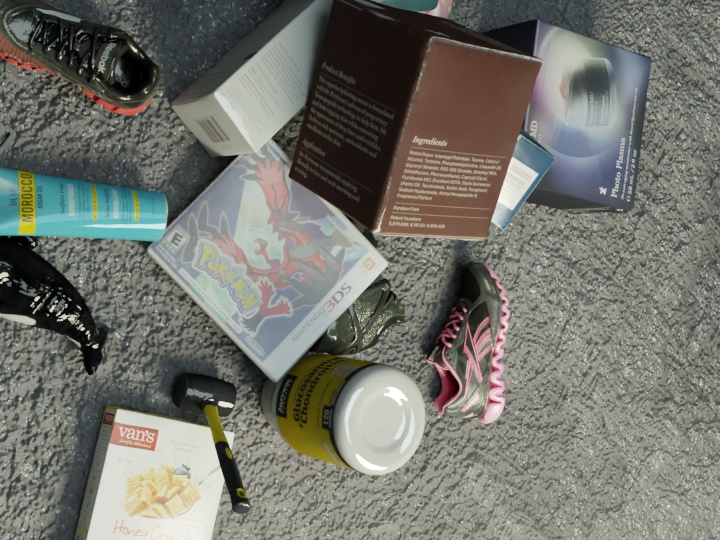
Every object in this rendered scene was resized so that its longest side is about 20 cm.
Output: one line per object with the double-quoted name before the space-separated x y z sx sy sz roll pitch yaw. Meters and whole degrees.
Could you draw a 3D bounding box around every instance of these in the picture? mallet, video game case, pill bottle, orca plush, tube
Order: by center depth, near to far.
"orca plush" -0.322 0.030 1.169 0.105 0.071 0.201 -48 115 -22
"tube" -0.294 -0.063 1.202 0.198 0.050 0.078 4 60 -30
"mallet" -0.152 0.172 1.224 0.065 0.201 0.041 20 113 -23
"pill bottle" -0.027 0.149 1.288 0.111 0.199 0.114 -1 92 -32
"video game case" -0.098 -0.015 1.292 0.200 0.023 0.182 46 79 -7

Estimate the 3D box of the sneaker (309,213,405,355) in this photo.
"sneaker" 0.000 0.000 1.379 0.113 0.076 0.202 12 83 -40

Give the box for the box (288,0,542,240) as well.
"box" 0.053 -0.154 1.238 0.163 0.166 0.202 2 113 -39

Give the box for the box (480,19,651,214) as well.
"box" 0.247 -0.186 1.505 0.196 0.123 0.203 9 86 -31

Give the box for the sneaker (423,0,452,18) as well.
"sneaker" 0.071 -0.260 1.415 0.104 0.075 0.201 40 78 -22

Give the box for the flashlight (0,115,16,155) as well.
"flashlight" -0.414 -0.076 1.116 0.201 0.067 0.068 -58 143 -21

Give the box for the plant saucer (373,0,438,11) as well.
"plant saucer" 0.000 -0.342 1.305 0.198 0.201 0.028 7 124 -33

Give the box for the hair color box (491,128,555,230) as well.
"hair color box" 0.133 -0.139 1.373 0.060 0.200 0.100 29 105 -29

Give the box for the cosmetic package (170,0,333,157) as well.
"cosmetic package" -0.093 -0.216 1.289 0.200 0.112 0.081 -49 115 -24

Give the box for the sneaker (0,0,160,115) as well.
"sneaker" -0.280 -0.218 1.176 0.199 0.098 0.072 26 80 -29

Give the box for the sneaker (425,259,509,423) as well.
"sneaker" 0.127 0.088 1.469 0.094 0.079 0.203 0 90 -21

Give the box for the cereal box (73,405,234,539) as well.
"cereal box" -0.221 0.254 1.260 0.143 0.039 0.203 16 83 -32
